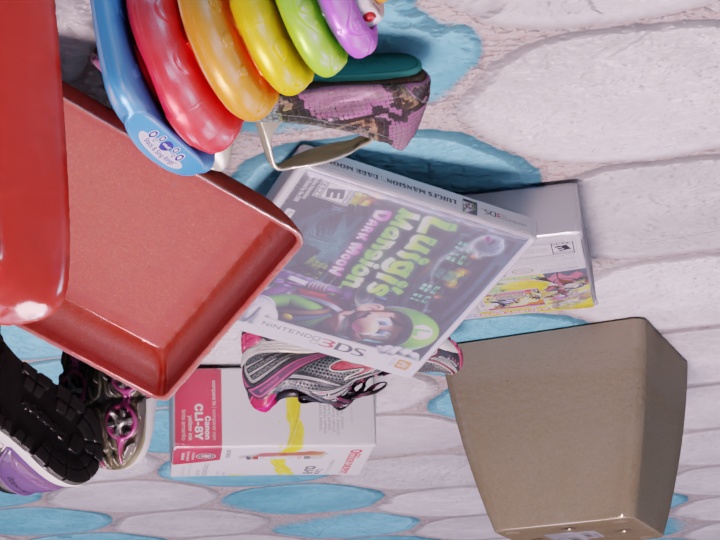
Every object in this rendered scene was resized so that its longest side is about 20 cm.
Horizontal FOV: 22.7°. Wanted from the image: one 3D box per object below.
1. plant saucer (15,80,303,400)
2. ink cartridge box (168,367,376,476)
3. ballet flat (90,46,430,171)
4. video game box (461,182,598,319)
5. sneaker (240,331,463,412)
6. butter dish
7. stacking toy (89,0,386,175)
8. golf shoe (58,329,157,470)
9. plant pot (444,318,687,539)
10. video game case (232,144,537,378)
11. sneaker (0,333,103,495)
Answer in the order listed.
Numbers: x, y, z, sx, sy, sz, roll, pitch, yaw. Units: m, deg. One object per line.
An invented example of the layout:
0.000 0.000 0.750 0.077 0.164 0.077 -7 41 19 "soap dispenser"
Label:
-0.159 -0.025 1.090 0.199 0.037 0.200 30 135 -13 "plant saucer"
-0.089 0.152 1.780 0.199 0.084 0.145 0 162 -7 "ink cartridge box"
-0.056 -0.092 1.027 0.199 0.072 0.069 1 -159 -18 "ballet flat"
0.076 -0.008 1.366 0.199 0.047 0.182 -5 159 9 "video game box"
-0.007 0.087 1.606 0.199 0.075 0.081 -3 163 -1 "sneaker"
-0.245 -0.072 0.953 0.198 0.201 0.148 -3 -175 3 "butter dish"
-0.029 -0.134 0.898 0.199 0.110 0.116 -19 156 13 "stacking toy"
-0.158 0.041 1.232 0.072 0.201 0.092 -15 158 25 "golf shoe"
0.205 0.167 1.716 0.199 0.178 0.200 -10 161 20 "plant pot"
0.000 0.000 1.282 0.181 0.023 0.200 16 141 -19 "video game case"
-0.260 0.076 1.136 0.087 0.076 0.200 -20 121 34 "sneaker"
